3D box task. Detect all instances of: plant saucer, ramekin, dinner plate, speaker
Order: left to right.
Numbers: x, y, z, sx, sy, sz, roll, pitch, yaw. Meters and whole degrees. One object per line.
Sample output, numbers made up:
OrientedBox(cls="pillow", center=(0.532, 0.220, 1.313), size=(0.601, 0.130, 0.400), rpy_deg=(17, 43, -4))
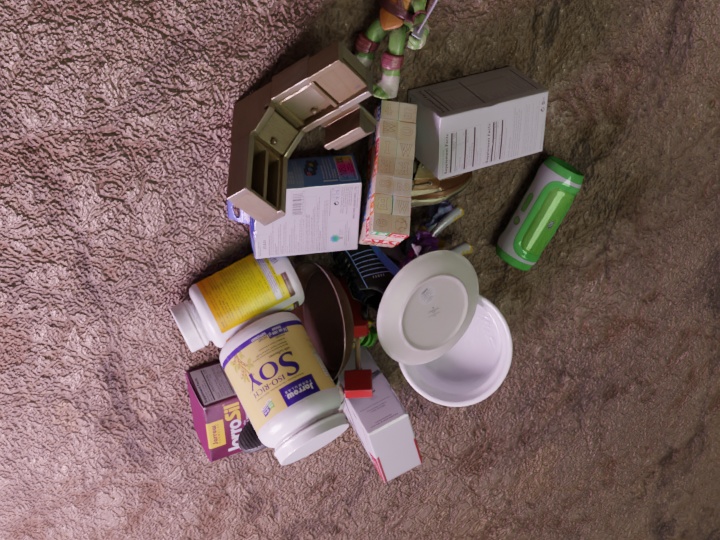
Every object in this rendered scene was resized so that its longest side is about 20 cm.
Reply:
OrientedBox(cls="plant saucer", center=(-0.063, 0.082, 1.554), size=(0.034, 0.200, 0.203), rpy_deg=(-8, 126, -30))
OrientedBox(cls="dinner plate", center=(0.115, 0.065, 1.534), size=(0.198, 0.024, 0.203), rpy_deg=(-13, 117, -27))
OrientedBox(cls="ramekin", center=(0.166, 0.126, 1.659), size=(0.201, 0.200, 0.098), rpy_deg=(-52, 175, 11))
OrientedBox(cls="speaker", center=(0.325, -0.103, 1.738), size=(0.088, 0.089, 0.202), rpy_deg=(13, 114, -37))

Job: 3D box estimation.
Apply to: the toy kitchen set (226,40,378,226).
OrientedBox(cls="toy kitchen set", center=(-0.058, -0.171, 1.342), size=(0.198, 0.183, 0.163), rpy_deg=(-24, 139, 30))

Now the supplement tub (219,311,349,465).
OrientedBox(cls="supplement tub", center=(-0.117, 0.184, 1.488), size=(0.144, 0.201, 0.146), rpy_deg=(-28, 164, -9))

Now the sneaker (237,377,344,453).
OrientedBox(cls="sneaker", center=(-0.107, 0.258, 1.595), size=(0.198, 0.074, 0.089), rpy_deg=(-31, 131, -10))

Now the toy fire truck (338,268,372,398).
OrientedBox(cls="toy fire truck", center=(-0.008, 0.097, 1.616), size=(0.048, 0.202, 0.142), rpy_deg=(-3, 140, 2))

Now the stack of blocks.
OrientedBox(cls="stack of blocks", center=(0.041, -0.146, 1.469), size=(0.058, 0.115, 0.203), rpy_deg=(6, 82, -10))

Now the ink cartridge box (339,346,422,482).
OrientedBox(cls="ink cartridge box", center=(0.024, 0.256, 1.731), size=(0.083, 0.201, 0.145), rpy_deg=(-25, 131, -8))

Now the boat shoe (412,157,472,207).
OrientedBox(cls="boat shoe", center=(0.095, -0.150, 1.571), size=(0.198, 0.076, 0.075), rpy_deg=(-21, 127, -18))

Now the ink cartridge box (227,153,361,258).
OrientedBox(cls="ink cartridge box", center=(-0.102, -0.096, 1.459), size=(0.197, 0.077, 0.138), rpy_deg=(-7, 134, -12))

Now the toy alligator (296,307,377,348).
OrientedBox(cls="toy alligator", center=(-0.031, 0.100, 1.684), size=(0.199, 0.054, 0.060), rpy_deg=(24, 107, -40))

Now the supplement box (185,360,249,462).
OrientedBox(cls="supplement box", center=(-0.187, 0.221, 1.642), size=(0.198, 0.103, 0.132), rpy_deg=(-17, 130, -20))

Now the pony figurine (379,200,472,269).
OrientedBox(cls="pony figurine", center=(0.096, -0.029, 1.623), size=(0.200, 0.166, 0.194), rpy_deg=(-43, 143, -18))

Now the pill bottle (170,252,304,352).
OrientedBox(cls="pill bottle", center=(-0.196, 0.048, 1.509), size=(0.198, 0.109, 0.110), rpy_deg=(-28, 132, -11))

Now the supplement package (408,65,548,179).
OrientedBox(cls="supplement package", center=(0.186, -0.240, 1.535), size=(0.197, 0.114, 0.111), rpy_deg=(-16, 128, -19))

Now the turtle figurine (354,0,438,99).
OrientedBox(cls="turtle figurine", center=(0.025, -0.349, 1.344), size=(0.142, 0.201, 0.196), rpy_deg=(20, 119, -2))

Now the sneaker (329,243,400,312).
OrientedBox(cls="sneaker", center=(0.000, 0.000, 1.543), size=(0.078, 0.199, 0.070), rpy_deg=(-46, 173, -36))
